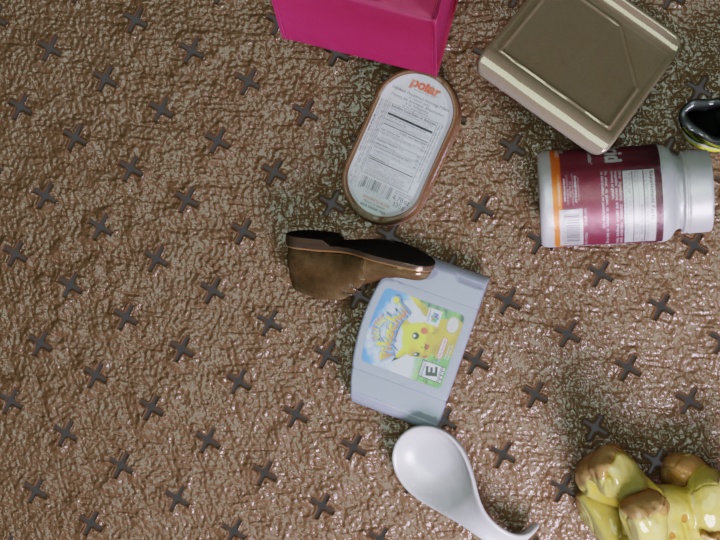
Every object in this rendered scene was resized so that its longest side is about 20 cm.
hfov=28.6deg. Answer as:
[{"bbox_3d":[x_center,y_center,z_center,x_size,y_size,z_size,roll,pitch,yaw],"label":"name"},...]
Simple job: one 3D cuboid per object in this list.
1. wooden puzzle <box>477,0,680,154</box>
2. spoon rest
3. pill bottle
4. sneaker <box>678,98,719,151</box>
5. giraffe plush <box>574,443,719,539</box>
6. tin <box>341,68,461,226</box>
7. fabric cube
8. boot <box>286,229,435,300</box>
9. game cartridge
[{"bbox_3d":[0.260,-0.252,1.677,0.185,0.037,0.200,36,66,6],"label":"wooden puzzle"},{"bbox_3d":[0.123,0.266,1.700,0.200,0.061,0.100,39,118,4],"label":"spoon rest"},{"bbox_3d":[0.309,-0.089,1.659,0.198,0.114,0.115,-3,89,6],"label":"pill bottle"},{"bbox_3d":[0.459,-0.157,1.631,0.199,0.084,0.075,9,92,28],"label":"sneaker"},{"bbox_3d":[0.365,0.274,1.643,0.161,0.173,0.201,-26,76,-15],"label":"giraffe plush"},{"bbox_3d":[0.050,-0.151,1.729,0.111,0.042,0.201,24,92,2],"label":"tin"},{"bbox_3d":[0.019,-0.367,1.638,0.198,0.196,0.202,15,80,7],"label":"fabric cube"},{"bbox_3d":[0.000,0.000,1.707,0.199,0.073,0.076,8,103,29],"label":"boot"},{"bbox_3d":[0.064,0.082,1.728,0.132,0.040,0.201,19,92,10],"label":"game cartridge"}]
